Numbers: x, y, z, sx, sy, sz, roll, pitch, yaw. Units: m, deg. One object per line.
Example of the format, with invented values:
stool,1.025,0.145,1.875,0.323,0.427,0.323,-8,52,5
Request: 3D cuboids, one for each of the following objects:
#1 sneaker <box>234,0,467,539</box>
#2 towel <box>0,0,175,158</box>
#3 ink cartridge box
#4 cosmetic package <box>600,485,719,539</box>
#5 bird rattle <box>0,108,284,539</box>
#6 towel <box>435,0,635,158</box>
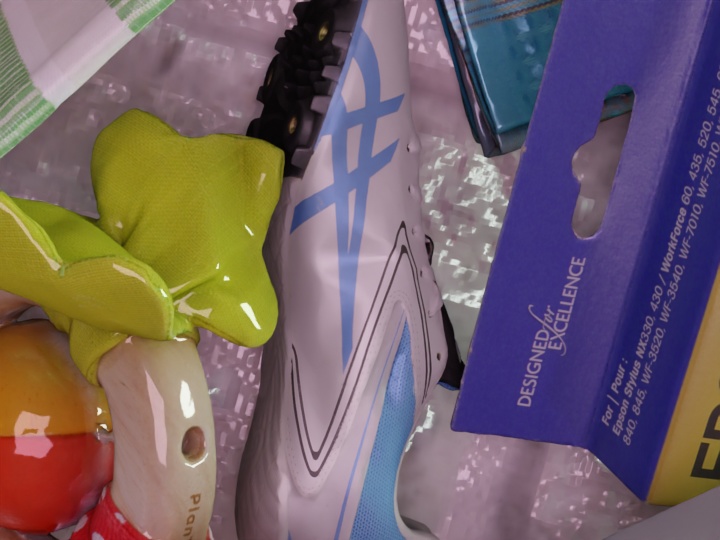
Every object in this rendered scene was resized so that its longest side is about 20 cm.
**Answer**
sneaker,0.000,0.000,0.791,0.072,0.072,0.201,2,95,-18
towel,-0.101,-0.075,0.740,0.200,0.153,0.023,-41,112,1
ink cartridge box,0.147,-0.017,0.755,0.199,0.047,0.199,5,115,-18
cosmetic package,0.101,0.135,0.718,0.199,0.081,0.113,-26,110,19
bird rattle,-0.078,0.054,0.763,0.112,0.163,0.201,-22,106,-41
towel,0.111,-0.137,0.804,0.199,0.022,0.147,-19,95,0
